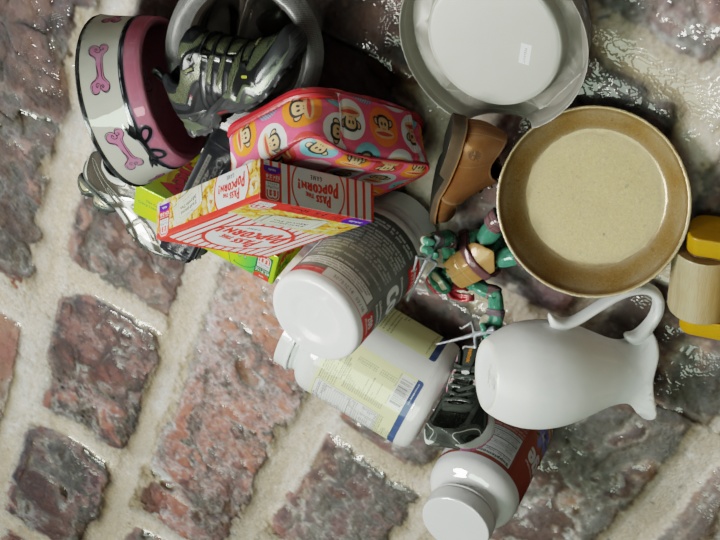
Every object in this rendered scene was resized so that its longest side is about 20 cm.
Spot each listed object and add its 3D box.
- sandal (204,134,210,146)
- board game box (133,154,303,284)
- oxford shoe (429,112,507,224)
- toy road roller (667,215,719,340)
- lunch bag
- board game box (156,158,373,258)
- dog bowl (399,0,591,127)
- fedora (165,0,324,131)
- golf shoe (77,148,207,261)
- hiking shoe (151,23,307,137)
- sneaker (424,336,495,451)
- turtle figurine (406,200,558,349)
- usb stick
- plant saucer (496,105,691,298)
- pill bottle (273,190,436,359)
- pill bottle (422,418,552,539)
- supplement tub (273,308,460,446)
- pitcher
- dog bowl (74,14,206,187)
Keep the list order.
[{"bbox_3d":[-0.142,-0.103,1.509,0.200,0.045,0.075,46,164,21],"label":"sandal"},{"bbox_3d":[-0.167,-0.071,1.552,0.199,0.102,0.048,27,134,10],"label":"board game box"},{"bbox_3d":[0.114,-0.098,1.362,0.071,0.072,0.200,9,159,-4],"label":"oxford shoe"},{"bbox_3d":[0.401,0.040,1.265,0.199,0.146,0.123,12,129,23],"label":"toy road roller"},{"bbox_3d":[-0.042,-0.126,1.379,0.176,0.199,0.082,-22,68,42],"label":"lunch bag"},{"bbox_3d":[-0.106,-0.064,1.369,0.200,0.151,0.047,-16,70,49],"label":"board game box"},{"bbox_3d":[0.141,-0.240,1.269,0.199,0.059,0.201,16,131,20],"label":"dog bowl"},{"bbox_3d":[-0.113,-0.255,1.388,0.177,0.090,0.200,38,132,-2],"label":"fedora"},{"bbox_3d":[-0.273,-0.090,1.620,0.200,0.078,0.095,33,134,3],"label":"golf shoe"},{"bbox_3d":[-0.143,-0.215,1.319,0.200,0.076,0.101,-27,111,39],"label":"hiking shoe"},{"bbox_3d":[0.126,0.133,1.472,0.080,0.200,0.087,2,115,23],"label":"sneaker"},{"bbox_3d":[0.128,-0.007,1.427,0.150,0.101,0.200,39,124,-22],"label":"turtle figurine"},{"bbox_3d":[-0.174,-0.104,1.475,0.055,0.033,0.201,33,103,18],"label":"usb stick"},{"bbox_3d":[0.243,-0.073,1.314,0.199,0.035,0.201,4,104,16],"label":"plant saucer"},{"bbox_3d":[0.000,0.000,1.431,0.113,0.200,0.114,21,133,24],"label":"pill bottle"},{"bbox_3d":[0.152,0.240,1.530,0.112,0.200,0.113,16,131,20],"label":"pill bottle"},{"bbox_3d":[0.009,0.109,1.554,0.199,0.145,0.145,30,134,8],"label":"supplement tub"},{"bbox_3d":[0.236,0.091,1.399,0.199,0.121,0.172,-1,114,-12],"label":"pitcher"},{"bbox_3d":[-0.243,-0.201,1.444,0.073,0.200,0.201,-9,119,18],"label":"dog bowl"}]
